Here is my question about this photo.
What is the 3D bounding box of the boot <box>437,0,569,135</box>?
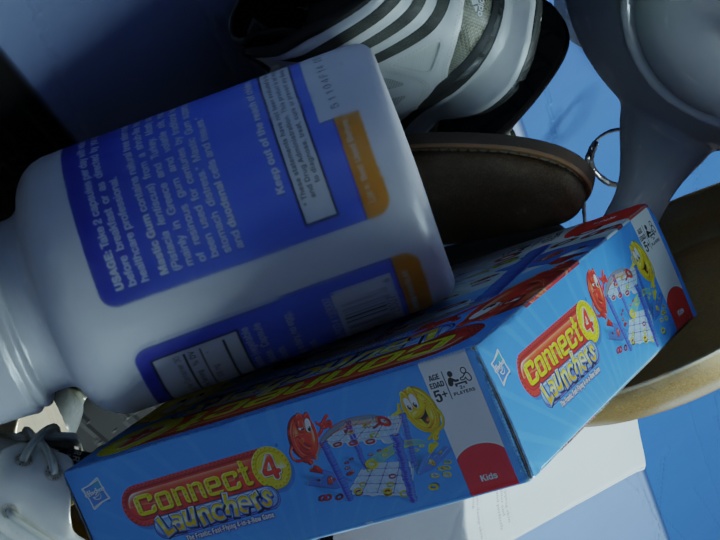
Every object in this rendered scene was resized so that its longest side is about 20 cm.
[{"bbox_3d":[0.046,-0.070,1.253,0.200,0.068,0.131,-47,165,24],"label":"boot"}]

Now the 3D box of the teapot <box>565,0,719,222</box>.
[{"bbox_3d":[0.183,-0.137,1.127,0.197,0.200,0.146,-14,-161,15],"label":"teapot"}]

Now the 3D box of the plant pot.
[{"bbox_3d":[0.144,0.015,1.111,0.200,0.028,0.200,-27,-163,9],"label":"plant pot"}]

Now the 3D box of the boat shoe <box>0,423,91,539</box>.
[{"bbox_3d":[-0.136,0.096,1.036,0.070,0.200,0.071,-46,-166,24],"label":"boat shoe"}]

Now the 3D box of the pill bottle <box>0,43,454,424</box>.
[{"bbox_3d":[-0.072,-0.008,0.997,0.200,0.112,0.112,-19,157,1],"label":"pill bottle"}]

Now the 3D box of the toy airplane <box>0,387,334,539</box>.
[{"bbox_3d":[-0.127,0.138,1.180,0.199,0.141,0.200,1,116,-49],"label":"toy airplane"}]

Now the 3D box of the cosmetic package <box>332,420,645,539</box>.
[{"bbox_3d":[0.064,0.071,1.240,0.200,0.081,0.113,-15,100,-58],"label":"cosmetic package"}]

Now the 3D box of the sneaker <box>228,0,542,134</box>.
[{"bbox_3d":[-0.015,-0.093,1.093,0.115,0.076,0.200,18,153,-22],"label":"sneaker"}]

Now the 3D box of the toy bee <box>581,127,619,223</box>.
[{"bbox_3d":[0.099,0.022,1.441,0.131,0.109,0.200,6,132,-6],"label":"toy bee"}]

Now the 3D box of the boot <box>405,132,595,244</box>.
[{"bbox_3d":[0.006,-0.013,1.083,0.200,0.076,0.074,-7,148,16],"label":"boot"}]

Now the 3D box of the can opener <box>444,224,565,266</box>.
[{"bbox_3d":[0.000,0.000,1.190,0.200,0.053,0.067,-13,167,-6],"label":"can opener"}]

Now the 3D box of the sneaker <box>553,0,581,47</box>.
[{"bbox_3d":[0.181,-0.190,1.247,0.200,0.078,0.079,-54,152,16],"label":"sneaker"}]

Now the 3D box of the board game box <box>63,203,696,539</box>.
[{"bbox_3d":[0.012,0.050,1.014,0.200,0.056,0.196,-19,-172,29],"label":"board game box"}]
